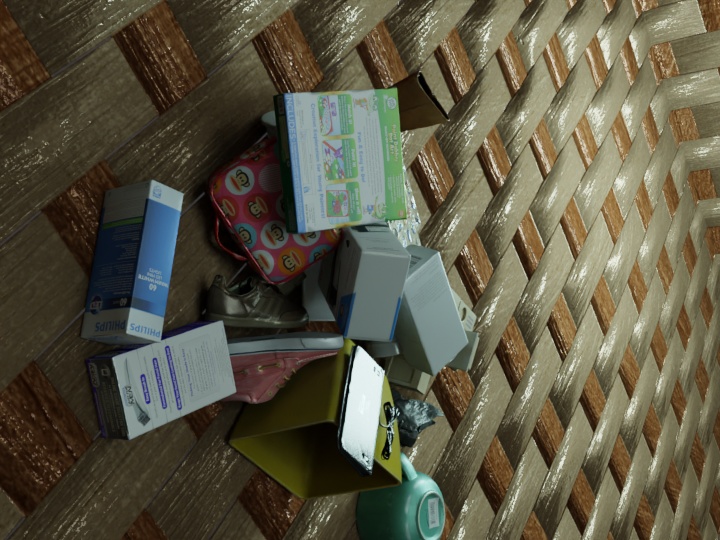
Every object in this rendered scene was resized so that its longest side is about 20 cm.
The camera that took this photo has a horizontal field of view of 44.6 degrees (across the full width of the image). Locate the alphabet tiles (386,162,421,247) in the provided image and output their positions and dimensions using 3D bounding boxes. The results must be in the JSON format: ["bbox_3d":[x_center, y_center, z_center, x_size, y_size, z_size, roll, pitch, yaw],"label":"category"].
[{"bbox_3d":[0.080,-0.076,1.556,0.168,0.007,0.202,-59,136,-59],"label":"alphabet tiles"}]

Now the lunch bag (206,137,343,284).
[{"bbox_3d":[-0.140,-0.083,1.333,0.175,0.082,0.201,-33,107,-9],"label":"lunch bag"}]

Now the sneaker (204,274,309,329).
[{"bbox_3d":[-0.150,0.048,1.349,0.199,0.070,0.077,4,94,-50],"label":"sneaker"}]

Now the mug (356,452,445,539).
[{"bbox_3d":[0.075,0.424,1.558,0.186,0.113,0.153,57,46,-31],"label":"mug"}]

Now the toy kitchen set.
[{"bbox_3d":[0.169,0.152,1.671,0.180,0.161,0.202,41,65,-57],"label":"toy kitchen set"}]

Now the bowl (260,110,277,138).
[{"bbox_3d":[-0.062,-0.206,1.429,0.200,0.199,0.092,-26,123,-50],"label":"bowl"}]

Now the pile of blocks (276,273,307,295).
[{"bbox_3d":[-0.119,-0.060,1.432,0.062,0.081,0.203,59,38,-83],"label":"pile of blocks"}]

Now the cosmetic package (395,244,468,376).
[{"bbox_3d":[0.106,0.068,1.498,0.101,0.074,0.202,-37,125,-28],"label":"cosmetic package"}]

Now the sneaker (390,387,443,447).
[{"bbox_3d":[0.061,0.277,1.569,0.104,0.060,0.199,42,36,12],"label":"sneaker"}]

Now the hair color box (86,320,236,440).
[{"bbox_3d":[-0.267,0.145,1.200,0.199,0.064,0.111,-18,100,-53],"label":"hair color box"}]

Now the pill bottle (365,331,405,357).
[{"bbox_3d":[0.037,0.048,1.565,0.112,0.111,0.203,-10,93,-52],"label":"pill bottle"}]

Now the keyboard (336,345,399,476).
[{"bbox_3d":[0.012,0.213,1.281,0.127,0.020,0.201,47,32,-27],"label":"keyboard"}]

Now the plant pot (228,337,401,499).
[{"bbox_3d":[-0.056,0.221,1.372,0.200,0.198,0.178,47,39,-37],"label":"plant pot"}]

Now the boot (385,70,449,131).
[{"bbox_3d":[0.072,-0.253,1.577,0.189,0.198,0.069,58,35,-27],"label":"boot"}]

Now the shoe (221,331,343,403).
[{"bbox_3d":[-0.121,0.145,1.310,0.071,0.197,0.092,-136,-138,-85],"label":"shoe"}]

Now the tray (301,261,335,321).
[{"bbox_3d":[-0.072,-0.014,1.506,0.107,0.022,0.203,4,82,-51],"label":"tray"}]

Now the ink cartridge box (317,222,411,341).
[{"bbox_3d":[0.000,0.000,1.385,0.083,0.200,0.147,5,112,-18],"label":"ink cartridge box"}]

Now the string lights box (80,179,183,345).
[{"bbox_3d":[-0.299,-0.008,1.147,0.059,0.102,0.203,22,68,-48],"label":"string lights box"}]

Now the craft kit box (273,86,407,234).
[{"bbox_3d":[-0.027,-0.166,1.304,0.195,0.048,0.203,-8,98,-28],"label":"craft kit box"}]
